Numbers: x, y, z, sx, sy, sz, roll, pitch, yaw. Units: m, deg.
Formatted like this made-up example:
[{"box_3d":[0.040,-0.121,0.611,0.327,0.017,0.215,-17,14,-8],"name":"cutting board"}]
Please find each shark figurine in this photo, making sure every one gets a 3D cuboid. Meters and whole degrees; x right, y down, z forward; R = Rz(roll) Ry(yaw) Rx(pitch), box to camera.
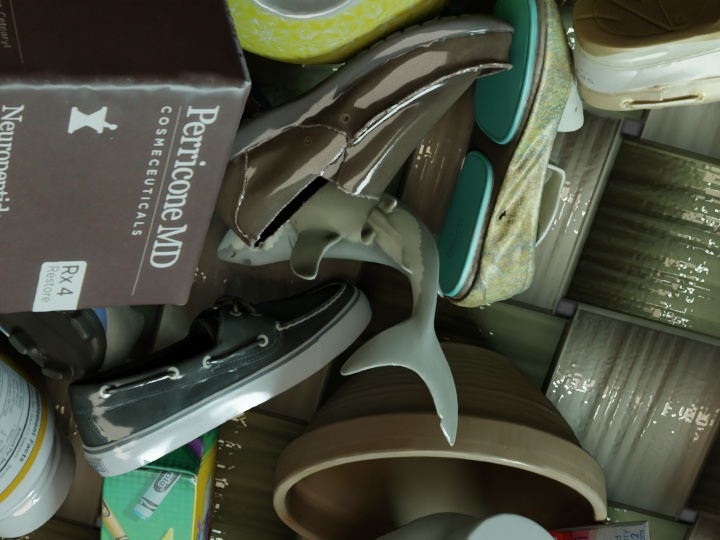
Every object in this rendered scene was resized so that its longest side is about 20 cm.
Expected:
[{"box_3d":[0.018,-0.002,1.019,0.128,0.214,0.090,-47,130,-2],"name":"shark figurine"}]

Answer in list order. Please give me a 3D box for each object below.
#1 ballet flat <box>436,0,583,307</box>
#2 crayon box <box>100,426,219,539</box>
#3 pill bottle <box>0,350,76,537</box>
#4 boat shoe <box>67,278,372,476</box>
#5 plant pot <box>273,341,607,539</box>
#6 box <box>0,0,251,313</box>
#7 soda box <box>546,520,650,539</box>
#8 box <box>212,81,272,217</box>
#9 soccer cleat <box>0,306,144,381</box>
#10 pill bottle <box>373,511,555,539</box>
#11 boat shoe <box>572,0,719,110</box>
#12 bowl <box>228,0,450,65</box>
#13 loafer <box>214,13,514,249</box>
[{"box_3d":[0.092,-0.072,1.019,0.070,0.071,0.202,12,114,-2],"name":"ballet flat"},{"box_3d":[-0.129,0.172,1.136,0.058,0.119,0.202,7,120,0],"name":"crayon box"},{"box_3d":[-0.260,0.084,1.081,0.108,0.110,0.200,-24,138,16],"name":"pill bottle"},{"box_3d":[-0.080,0.049,1.048,0.199,0.068,0.057,-30,109,-26],"name":"boat shoe"},{"box_3d":[0.049,0.104,1.078,0.198,0.094,0.201,3,154,1],"name":"plant pot"},{"box_3d":[-0.179,-0.091,0.867,0.198,0.165,0.167,-2,141,-21],"name":"box"},{"box_3d":[0.157,0.223,1.118,0.063,0.071,0.200,-6,151,8],"name":"soda box"},{"box_3d":[-0.149,-0.108,1.028,0.136,0.038,0.201,-30,113,19],"name":"box"},{"box_3d":[-0.215,-0.008,1.078,0.200,0.086,0.070,42,111,8],"name":"soccer cleat"},{"box_3d":[0.036,0.207,1.056,0.110,0.111,0.200,35,144,-15],"name":"pill bottle"},{"box_3d":[0.210,-0.127,0.976,0.198,0.074,0.069,-5,143,-4],"name":"boat shoe"},{"box_3d":[-0.027,-0.188,0.935,0.198,0.108,0.202,2,119,4],"name":"bowl"},{"box_3d":[0.003,-0.074,0.979,0.199,0.073,0.072,-28,85,16],"name":"loafer"}]
